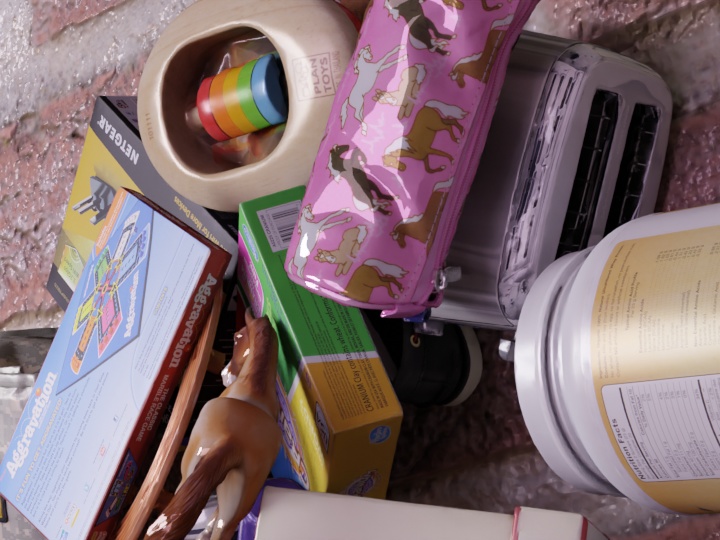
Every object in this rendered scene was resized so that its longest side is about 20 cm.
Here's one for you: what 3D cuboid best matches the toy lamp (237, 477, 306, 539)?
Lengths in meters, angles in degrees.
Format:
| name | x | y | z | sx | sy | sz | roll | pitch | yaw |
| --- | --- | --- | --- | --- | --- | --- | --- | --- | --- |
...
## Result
| name | x | y | z | sx | sy | sz | roll | pitch | yaw |
| --- | --- | --- | --- | --- | --- | --- | --- | --- | --- |
| toy lamp | -0.033 | 0.196 | 1.082 | 0.058 | 0.058 | 0.200 | 39 | 150 | 43 |

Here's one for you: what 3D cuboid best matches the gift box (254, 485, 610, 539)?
| name | x | y | z | sx | sy | sz | roll | pitch | yaw |
| --- | --- | --- | --- | --- | --- | --- | --- | --- | --- |
| gift box | 0.050 | 0.219 | 0.948 | 0.186 | 0.185 | 0.201 | 3 | 80 | 19 |

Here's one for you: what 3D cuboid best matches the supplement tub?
| name | x | y | z | sx | sy | sz | roll | pitch | yaw |
| --- | --- | --- | --- | --- | --- | --- | --- | --- | --- |
| supplement tub | 0.185 | 0.038 | 0.884 | 0.200 | 0.144 | 0.145 | -10 | 77 | 46 |

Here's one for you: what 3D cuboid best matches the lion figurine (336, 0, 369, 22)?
| name | x | y | z | sx | sy | sz | roll | pitch | yaw |
| --- | --- | --- | --- | --- | --- | --- | --- | --- | --- |
| lion figurine | -0.022 | -0.180 | 1.195 | 0.200 | 0.072 | 0.123 | 57 | 131 | 30 |

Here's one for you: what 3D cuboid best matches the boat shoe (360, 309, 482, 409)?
| name | x | y | z | sx | sy | sz | roll | pitch | yaw |
| --- | --- | --- | --- | --- | --- | --- | --- | --- | --- |
| boat shoe | 0.001 | -0.002 | 1.150 | 0.074 | 0.063 | 0.202 | -56 | 47 | 32 |

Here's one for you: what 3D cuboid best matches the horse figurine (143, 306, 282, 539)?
| name | x | y | z | sx | sy | sz | roll | pitch | yaw |
| --- | --- | --- | --- | --- | --- | --- | --- | --- | --- |
| horse figurine | -0.073 | 0.102 | 0.968 | 0.050 | 0.200 | 0.133 | 26 | 100 | 0 |

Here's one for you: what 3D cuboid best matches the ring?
| name | x | y | z | sx | sy | sz | roll | pitch | yaw |
| --- | --- | --- | --- | --- | --- | --- | --- | --- | --- |
| ring | -0.117 | 0.093 | 1.141 | 0.200 | 0.019 | 0.201 | -157 | 90 | -77 |

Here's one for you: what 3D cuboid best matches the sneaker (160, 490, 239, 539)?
| name | x | y | z | sx | sy | sz | roll | pitch | yaw |
| --- | --- | --- | --- | --- | --- | --- | --- | --- | --- |
| sneaker | -0.074 | 0.168 | 1.152 | 0.200 | 0.078 | 0.080 | 116 | 141 | -84 |

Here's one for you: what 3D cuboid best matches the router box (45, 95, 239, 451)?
| name | x | y | z | sx | sy | sz | roll | pitch | yaw |
| --- | --- | --- | --- | --- | --- | --- | --- | --- | --- |
| router box | -0.129 | -0.002 | 1.280 | 0.200 | 0.052 | 0.158 | 44 | 125 | 41 |

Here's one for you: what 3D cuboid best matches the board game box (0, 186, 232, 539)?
| name | x | y | z | sx | sy | sz | roll | pitch | yaw |
| --- | --- | --- | --- | --- | --- | --- | --- | --- | --- |
| board game box | -0.147 | 0.061 | 1.122 | 0.103 | 0.019 | 0.200 | 32 | 101 | 44 |

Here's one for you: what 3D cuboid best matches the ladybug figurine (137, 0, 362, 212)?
| name | x | y | z | sx | sy | sz | roll | pitch | yaw |
| --- | --- | --- | --- | --- | --- | --- | --- | --- | --- |
| ladybug figurine | -0.054 | -0.106 | 1.161 | 0.200 | 0.072 | 0.136 | -7 | 92 | 45 |

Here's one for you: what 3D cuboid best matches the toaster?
| name | x | y | z | sx | sy | sz | roll | pitch | yaw |
| --- | --- | --- | --- | --- | --- | --- | --- | --- | --- |
| toaster | 0.084 | -0.055 | 1.033 | 0.129 | 0.113 | 0.201 | 15 | 92 | 43 |

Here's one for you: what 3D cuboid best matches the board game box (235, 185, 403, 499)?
| name | x | y | z | sx | sy | sz | roll | pitch | yaw |
| --- | --- | --- | --- | --- | --- | --- | --- | --- | --- |
| board game box | -0.029 | 0.070 | 1.107 | 0.200 | 0.040 | 0.153 | 97 | 153 | -58 |

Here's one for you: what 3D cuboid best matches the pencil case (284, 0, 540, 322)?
| name | x | y | z | sx | sy | sz | roll | pitch | yaw |
| --- | --- | --- | --- | --- | --- | --- | --- | --- | --- |
| pencil case | 0.029 | -0.076 | 0.958 | 0.083 | 0.086 | 0.201 | -149 | 76 | -84 |

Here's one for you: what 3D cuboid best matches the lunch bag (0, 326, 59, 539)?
| name | x | y | z | sx | sy | sz | roll | pitch | yaw |
| --- | --- | --- | --- | --- | --- | --- | --- | --- | --- |
| lunch bag | -0.222 | 0.132 | 1.269 | 0.200 | 0.117 | 0.165 | -163 | 69 | -71 |
